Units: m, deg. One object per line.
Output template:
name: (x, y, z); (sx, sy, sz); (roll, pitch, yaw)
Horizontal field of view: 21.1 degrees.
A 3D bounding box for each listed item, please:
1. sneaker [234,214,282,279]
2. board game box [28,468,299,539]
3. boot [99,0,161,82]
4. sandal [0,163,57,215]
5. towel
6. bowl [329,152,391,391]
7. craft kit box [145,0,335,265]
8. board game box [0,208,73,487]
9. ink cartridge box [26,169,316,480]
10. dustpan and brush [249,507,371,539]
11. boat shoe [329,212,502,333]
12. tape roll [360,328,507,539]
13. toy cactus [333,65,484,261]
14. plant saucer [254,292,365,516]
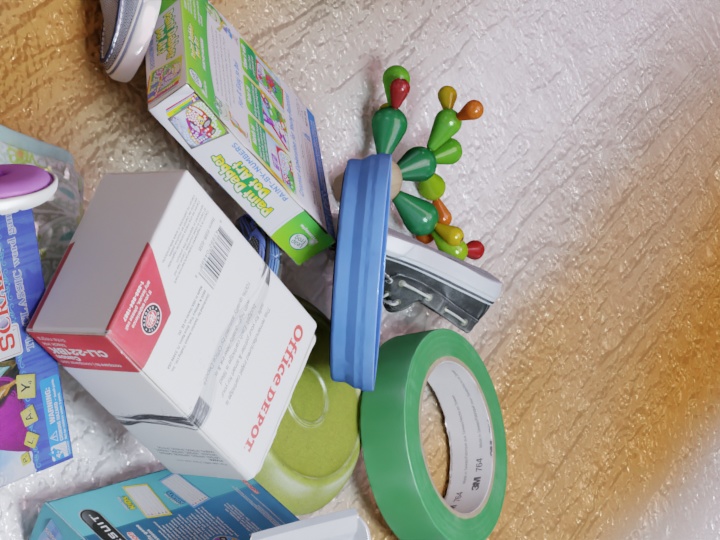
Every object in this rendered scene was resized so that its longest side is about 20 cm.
sneaker: (-0.115, 0.032, 1.577); (0.078, 0.075, 0.200); (19, 53, -9)
board game box: (-0.126, 0.216, 1.453); (0.151, 0.047, 0.200); (38, 27, 27)
boot: (-0.209, -0.255, 1.579); (0.090, 0.073, 0.200); (16, 68, -24)
sandal: (-0.304, -0.067, 1.299); (0.202, 0.082, 0.050); (-1, 115, -15)
towel: (-0.283, -0.027, 1.410); (0.200, 0.048, 0.171); (20, 62, -47)
bowl: (0.000, 0.000, 1.631); (0.201, 0.039, 0.201); (5, 90, -88)
craft kit box: (-0.102, -0.131, 1.611); (0.198, 0.048, 0.200); (50, 17, -32)
board game box: (-0.296, 0.063, 1.314); (0.199, 0.041, 0.200); (-22, 108, -46)
ink cartridge box: (-0.132, 0.043, 1.424); (0.200, 0.084, 0.144); (51, 51, -41)
dustpan and brush: (-0.040, 0.284, 1.413); (0.139, 0.057, 0.200); (-5, 111, -54)
boat shoe: (0.042, 0.007, 1.787); (0.200, 0.072, 0.071); (23, 95, -27)
tape roll: (0.070, 0.155, 1.769); (0.200, 0.048, 0.201); (31, 54, -54)
toy cactus: (0.048, -0.092, 1.828); (0.165, 0.102, 0.200); (-21, 103, -43)
plant saucer: (-0.055, 0.109, 1.665); (0.200, 0.031, 0.200); (20, 63, -46)
